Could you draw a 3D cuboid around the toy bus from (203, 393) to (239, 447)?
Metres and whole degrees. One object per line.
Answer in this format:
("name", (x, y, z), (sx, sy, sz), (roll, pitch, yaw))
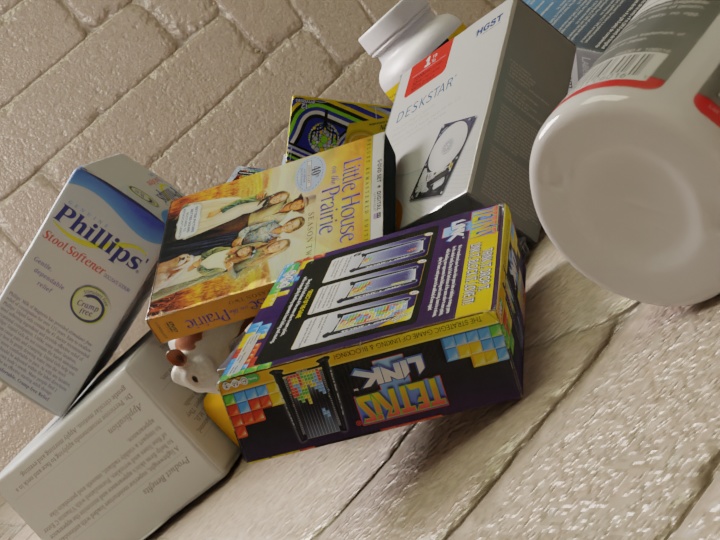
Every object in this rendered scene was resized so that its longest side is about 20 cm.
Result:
("toy bus", (-0.062, 0.095, 1.012), (0.078, 0.065, 0.200), (-46, 8, -22))

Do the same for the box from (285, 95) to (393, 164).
("box", (0.029, -0.115, 1.169), (0.070, 0.196, 0.066), (129, 146, -85))

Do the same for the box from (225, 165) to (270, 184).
("box", (-0.075, -0.026, 1.136), (0.198, 0.040, 0.138), (10, 57, 43))

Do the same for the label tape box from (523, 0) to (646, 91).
("label tape box", (0.232, -0.210, 1.117), (0.198, 0.064, 0.144), (19, 49, 33))

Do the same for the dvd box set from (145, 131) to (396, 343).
("dvd box set", (-0.067, -0.027, 0.980), (0.197, 0.030, 0.148), (-16, 41, 17))

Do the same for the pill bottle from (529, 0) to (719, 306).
("pill bottle", (0.175, -0.086, 0.622), (0.200, 0.114, 0.114), (-47, 9, -37))

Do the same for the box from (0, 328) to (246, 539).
("box", (-0.202, 0.149, 1.176), (0.198, 0.131, 0.200), (-39, 7, 23))

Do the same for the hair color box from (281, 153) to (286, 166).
("hair color box", (-0.049, -0.056, 1.416), (0.098, 0.061, 0.201), (-23, -30, -31))

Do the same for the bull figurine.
("bull figurine", (-0.113, 0.014, 1.040), (0.120, 0.065, 0.201), (-27, 40, 7))

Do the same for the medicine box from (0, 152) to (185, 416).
("medicine box", (-0.250, 0.006, 1.160), (0.202, 0.102, 0.182), (-58, 5, 8))

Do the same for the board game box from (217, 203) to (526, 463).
("board game box", (0.017, 0.032, 0.762), (0.163, 0.058, 0.200), (-14, 17, 13))

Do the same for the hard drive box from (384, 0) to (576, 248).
("hard drive box", (0.083, -0.095, 1.011), (0.155, 0.076, 0.202), (-29, 37, 48))

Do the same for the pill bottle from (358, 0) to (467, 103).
("pill bottle", (0.092, -0.199, 1.345), (0.112, 0.200, 0.113), (-40, 8, 7))

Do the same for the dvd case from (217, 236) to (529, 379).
("dvd case", (0.011, 0.027, 0.897), (0.197, 0.016, 0.149), (-9, 25, 28))
